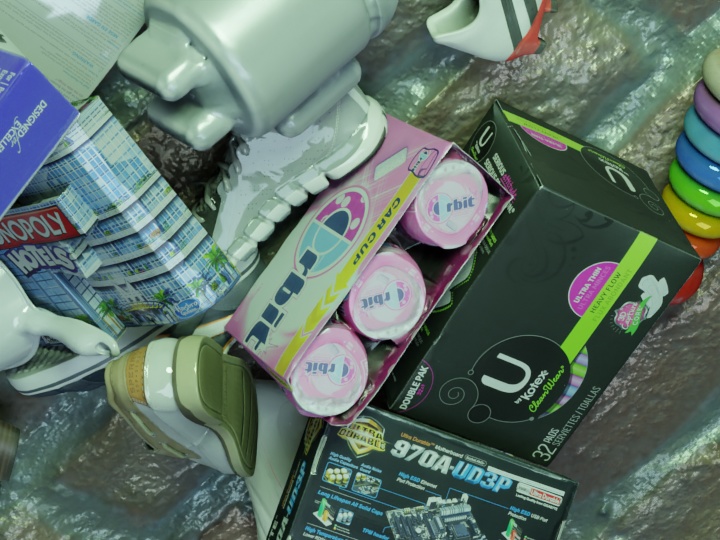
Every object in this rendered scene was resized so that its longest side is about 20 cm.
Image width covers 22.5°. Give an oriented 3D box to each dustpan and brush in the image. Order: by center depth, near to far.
[{"bbox_3d":[-0.242,0.030,1.205,0.057,0.199,0.141,-36,134,-32],"label":"dustpan and brush"}]

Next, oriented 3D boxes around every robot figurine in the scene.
[{"bbox_3d":[-0.055,-0.164,1.121,0.200,0.113,0.170,-42,133,-16],"label":"robot figurine"}]

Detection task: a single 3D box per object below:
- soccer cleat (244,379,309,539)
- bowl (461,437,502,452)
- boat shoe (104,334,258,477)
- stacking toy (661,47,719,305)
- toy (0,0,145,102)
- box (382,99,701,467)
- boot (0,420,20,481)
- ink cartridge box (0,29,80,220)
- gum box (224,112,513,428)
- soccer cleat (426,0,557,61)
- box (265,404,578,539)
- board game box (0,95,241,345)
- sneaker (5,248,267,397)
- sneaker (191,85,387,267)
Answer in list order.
[{"bbox_3d":[-0.061,0.159,1.388,0.077,0.069,0.201,20,132,12],"label":"soccer cleat"},{"bbox_3d":[0.029,0.204,1.395,0.200,0.094,0.203,-34,136,-41],"label":"bowl"},{"bbox_3d":[-0.116,0.091,1.224,0.068,0.076,0.200,-3,156,10],"label":"boat shoe"},{"bbox_3d":[0.250,-0.058,1.310,0.084,0.086,0.201,9,124,-19],"label":"stacking toy"},{"bbox_3d":[-0.168,-0.208,1.124,0.115,0.047,0.200,34,106,-26],"label":"toy"},{"bbox_3d":[0.116,0.011,1.291,0.147,0.125,0.201,21,117,-25],"label":"box"},{"bbox_3d":[-0.335,0.162,1.321,0.145,0.070,0.202,12,118,-13],"label":"boot"},{"bbox_3d":[-0.295,-0.091,1.097,0.200,0.043,0.198,45,109,14],"label":"ink cartridge box"},{"bbox_3d":[0.000,0.000,1.223,0.066,0.113,0.201,37,88,-29],"label":"gum box"},{"bbox_3d":[0.101,-0.226,1.167,0.084,0.069,0.201,3,127,-20],"label":"soccer cleat"},{"bbox_3d":[0.038,0.190,1.268,0.198,0.046,0.161,20,87,-18],"label":"box"},{"bbox_3d":[-0.204,-0.044,1.161,0.200,0.199,0.062,51,59,-23],"label":"board game box"},{"bbox_3d":[-0.149,0.052,1.280,0.198,0.079,0.080,-26,119,2],"label":"sneaker"},{"bbox_3d":[-0.088,-0.081,1.220,0.199,0.075,0.116,-39,119,1],"label":"sneaker"}]
